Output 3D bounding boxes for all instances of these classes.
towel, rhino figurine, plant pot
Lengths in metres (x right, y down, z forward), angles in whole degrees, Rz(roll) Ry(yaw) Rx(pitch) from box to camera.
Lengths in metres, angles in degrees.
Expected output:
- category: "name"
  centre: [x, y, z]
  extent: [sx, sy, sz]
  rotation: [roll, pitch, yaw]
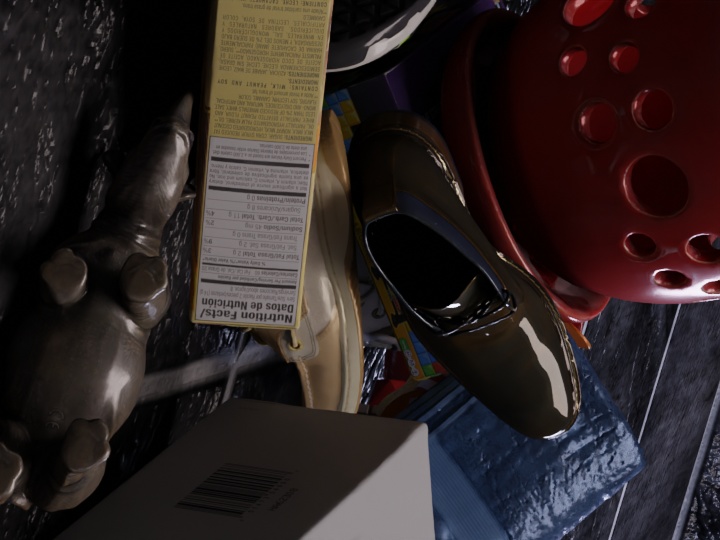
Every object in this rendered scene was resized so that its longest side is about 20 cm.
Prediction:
- category: "towel"
  centre: [0.056, 0.119, 1.610]
  extent: [0.200, 0.112, 0.049]
  rotation: [-36, -172, -16]
- category: "rhino figurine"
  centre: [-0.111, 0.012, 1.253]
  extent: [0.087, 0.060, 0.201]
  rotation: [120, -9, -77]
- category: "plant pot"
  centre: [0.156, -0.074, 1.579]
  extent: [0.200, 0.182, 0.201]
  rotation: [40, 40, -46]

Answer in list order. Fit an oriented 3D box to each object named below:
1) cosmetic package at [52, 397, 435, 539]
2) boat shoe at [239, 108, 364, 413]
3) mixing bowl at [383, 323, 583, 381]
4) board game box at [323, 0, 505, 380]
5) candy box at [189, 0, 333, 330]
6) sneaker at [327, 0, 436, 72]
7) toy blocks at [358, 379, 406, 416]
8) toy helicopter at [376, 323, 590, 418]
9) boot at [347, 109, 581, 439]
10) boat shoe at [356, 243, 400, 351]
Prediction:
- category: "cosmetic package"
  centre: [-0.054, 0.197, 1.437]
  extent: [0.199, 0.122, 0.201]
  rotation: [-37, 127, -53]
- category: "boat shoe"
  centre: [-0.037, 0.002, 1.506]
  extent: [0.074, 0.069, 0.201]
  rotation: [-100, -176, -48]
- category: "mixing bowl"
  centre: [0.078, 0.039, 1.871]
  extent: [0.200, 0.108, 0.201]
  rotation: [13, 90, -81]
- category: "board game box"
  centre: [0.054, -0.052, 1.639]
  extent: [0.166, 0.056, 0.200]
  rotation: [69, 26, -11]
- category: "candy box"
  centre: [-0.044, -0.087, 1.324]
  extent: [0.116, 0.055, 0.201]
  rotation: [-90, -175, -53]
- category: "sneaker"
  centre: [0.013, -0.137, 1.512]
  extent: [0.200, 0.071, 0.083]
  rotation: [-54, 158, -50]
- category: "toy blocks"
  centre: [-0.002, 0.139, 1.774]
  extent: [0.200, 0.099, 0.137]
  rotation: [-72, 161, -49]
- category: "toy helicopter"
  centre: [0.064, 0.046, 1.729]
  extent: [0.079, 0.132, 0.200]
  rotation: [49, 11, -37]
- category: "boot"
  centre: [0.049, 0.022, 1.494]
  extent: [0.200, 0.074, 0.097]
  rotation: [56, 17, -19]
- category: "boat shoe"
  centre: [0.000, 0.000, 1.630]
  extent: [0.071, 0.069, 0.200]
  rotation: [-66, 163, -8]
